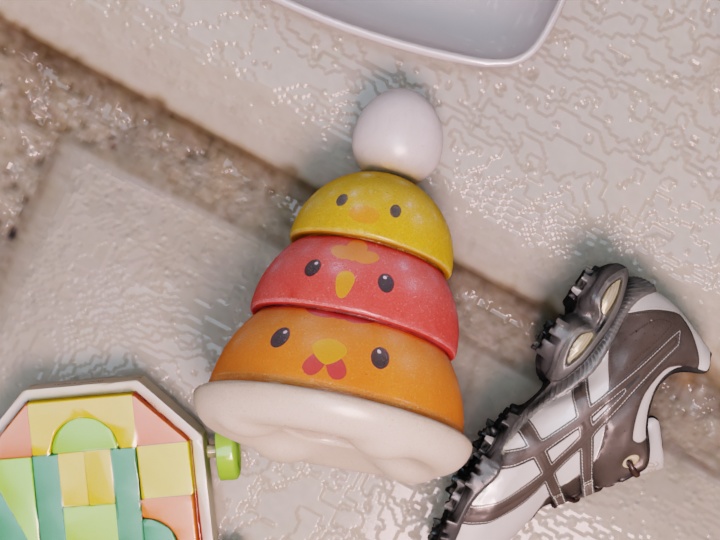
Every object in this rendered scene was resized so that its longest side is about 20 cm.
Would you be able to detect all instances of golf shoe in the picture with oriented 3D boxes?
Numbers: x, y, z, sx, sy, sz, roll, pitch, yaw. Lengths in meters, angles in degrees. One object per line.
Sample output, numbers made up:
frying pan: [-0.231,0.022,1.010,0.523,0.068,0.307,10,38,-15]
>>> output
golf shoe: [0.108,0.098,1.048,0.094,0.078,0.201,33,95,0]

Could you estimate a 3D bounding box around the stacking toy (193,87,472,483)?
stacking toy: [0.000,0.000,1.037,0.145,0.146,0.202,10,77,1]

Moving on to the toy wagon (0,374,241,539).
toy wagon: [-0.137,0.160,1.080,0.153,0.040,0.202,-5,93,3]

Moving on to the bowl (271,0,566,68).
bowl: [0.028,-0.216,1.032,0.198,0.075,0.201,20,94,0]
